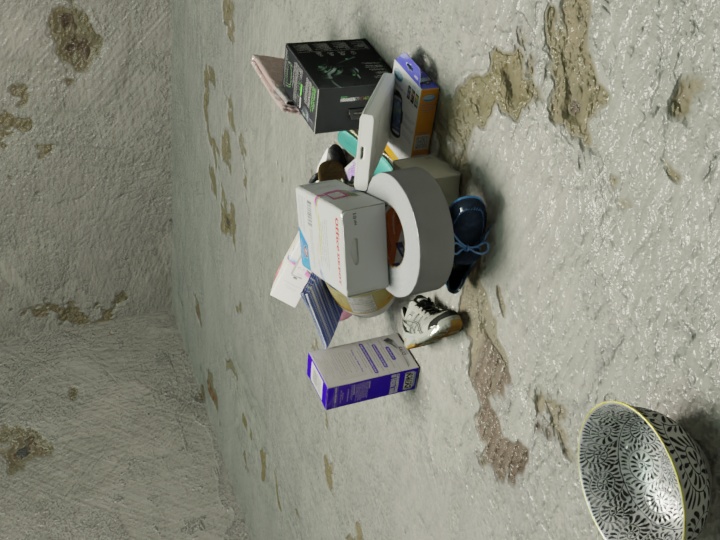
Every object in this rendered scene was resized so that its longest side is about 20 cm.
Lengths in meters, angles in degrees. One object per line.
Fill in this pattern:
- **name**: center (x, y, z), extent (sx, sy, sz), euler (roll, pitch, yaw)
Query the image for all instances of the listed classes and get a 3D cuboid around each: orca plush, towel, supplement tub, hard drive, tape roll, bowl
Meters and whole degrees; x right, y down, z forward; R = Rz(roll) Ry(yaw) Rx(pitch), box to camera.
- **orca plush**: center (-0.061, -0.192, 2.066), extent (0.071, 0.105, 0.201), euler (39, 136, 7)
- **towel**: center (-0.106, -0.371, 1.938), extent (0.033, 0.197, 0.192), euler (-62, 41, 31)
- **supplement tub**: center (0.000, 0.000, 1.816), extent (0.201, 0.142, 0.147), euler (67, -176, -67)
- **hard drive**: center (0.025, -0.239, 1.627), extent (0.201, 0.026, 0.134), euler (-69, -13, -58)
- **tape roll**: center (0.075, -0.062, 1.541), extent (0.200, 0.065, 0.204), euler (39, 135, 55)
- **towel**: center (-0.064, 0.033, 1.896), extent (0.202, 0.023, 0.147), euler (-68, -33, -46)
- **bowl**: center (0.354, 0.248, 1.137), extent (0.200, 0.092, 0.206), euler (171, 90, -69)

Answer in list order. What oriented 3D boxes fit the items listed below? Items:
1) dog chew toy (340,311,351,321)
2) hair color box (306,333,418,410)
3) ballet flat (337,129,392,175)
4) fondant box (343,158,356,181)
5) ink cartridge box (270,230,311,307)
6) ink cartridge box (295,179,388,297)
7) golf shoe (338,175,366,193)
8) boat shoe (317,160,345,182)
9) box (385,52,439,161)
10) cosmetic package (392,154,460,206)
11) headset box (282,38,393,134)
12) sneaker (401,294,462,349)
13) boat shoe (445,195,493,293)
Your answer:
- **dog chew toy**: center (-0.068, 0.038, 2.120), extent (0.200, 0.122, 0.127), euler (-141, 45, -71)
- **hair color box**: center (0.004, 0.197, 1.875), extent (0.110, 0.196, 0.066), euler (-124, 30, -46)
- **ballet flat**: center (0.037, -0.213, 1.806), extent (0.200, 0.062, 0.068), euler (48, 139, 17)
- **fondant box**: center (0.004, -0.141, 1.934), extent (0.200, 0.057, 0.148), euler (151, 109, -67)
- **ink cartridge box**: center (-0.119, -0.037, 2.058), extent (0.202, 0.067, 0.117), euler (-59, 11, 22)
- **ink cartridge box**: center (-0.032, -0.058, 1.602), extent (0.200, 0.083, 0.148), euler (-146, 48, -60)
- **golf shoe**: center (0.035, -0.126, 1.770), extent (0.197, 0.078, 0.089), euler (8, 147, 40)
- **boat shoe**: center (-0.054, -0.126, 1.908), extent (0.065, 0.071, 0.203), euler (86, -175, -56)
- **box**: center (0.088, -0.279, 1.688), extent (0.120, 0.041, 0.203), euler (-122, 33, -46)
- **cosmetic package**: center (0.107, -0.084, 1.648), extent (0.103, 0.086, 0.204), euler (-135, 41, -55)
- **headset box**: center (-0.034, -0.347, 1.792), extent (0.201, 0.171, 0.094), euler (-124, 33, -44)
- **sneaker**: center (0.116, 0.085, 1.711), extent (0.200, 0.074, 0.090), euler (148, 110, -67)
- **boat shoe**: center (0.171, -0.037, 1.530), extent (0.202, 0.082, 0.070), euler (87, 180, -55)
